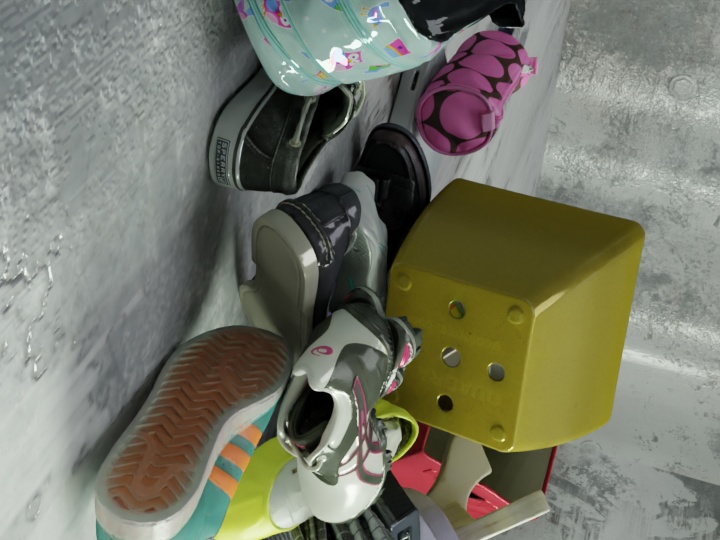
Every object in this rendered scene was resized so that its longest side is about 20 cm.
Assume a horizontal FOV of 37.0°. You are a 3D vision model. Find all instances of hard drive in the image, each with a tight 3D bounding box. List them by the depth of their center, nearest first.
[{"bbox_3d":[0.006,0.242,0.963,0.042,0.135,0.202,-17,133,-23],"label":"hard drive"},{"bbox_3d":[0.070,-0.171,1.181,0.200,0.026,0.134,52,52,-74],"label":"hard drive"}]

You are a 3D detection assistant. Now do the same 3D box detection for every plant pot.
[{"bbox_3d":[0.118,0.049,0.961,0.176,0.197,0.204,-25,126,-56],"label":"plant pot"}]

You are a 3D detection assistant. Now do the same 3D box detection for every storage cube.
[{"bbox_3d":[0.113,0.186,1.260,0.179,0.170,0.202,-32,-148,54],"label":"storage cube"}]

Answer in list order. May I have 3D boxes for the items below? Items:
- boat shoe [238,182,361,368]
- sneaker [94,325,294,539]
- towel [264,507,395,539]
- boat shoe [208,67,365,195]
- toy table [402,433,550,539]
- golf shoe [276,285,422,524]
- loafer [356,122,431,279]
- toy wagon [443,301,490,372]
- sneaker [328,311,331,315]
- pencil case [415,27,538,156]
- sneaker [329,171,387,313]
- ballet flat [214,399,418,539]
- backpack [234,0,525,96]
[{"bbox_3d":[-0.035,0.008,0.710,0.062,0.073,0.201,-37,165,-22],"label":"boat shoe"},{"bbox_3d":[-0.100,0.108,0.644,0.200,0.070,0.081,-53,161,-55],"label":"sneaker"},{"bbox_3d":[-0.027,0.260,0.886,0.084,0.200,0.168,-16,124,-23],"label":"towel"},{"bbox_3d":[-0.031,-0.113,0.709,0.201,0.063,0.071,-64,163,-44],"label":"boat shoe"},{"bbox_3d":[0.086,0.246,0.982,0.200,0.115,0.187,-28,-100,68],"label":"toy table"},{"bbox_3d":[-0.024,0.103,0.706,0.088,0.077,0.202,-33,145,-41],"label":"golf shoe"},{"bbox_3d":[0.023,-0.045,1.016,0.202,0.071,0.063,93,21,-49],"label":"loafer"},{"bbox_3d":[0.069,0.036,1.152,0.154,0.202,0.039,-27,179,-36],"label":"toy wagon"},{"bbox_3d":[-0.037,0.067,0.899,0.200,0.079,0.085,94,0,-71],"label":"sneaker"},{"bbox_3d":[0.125,-0.191,1.136,0.201,0.092,0.092,-57,157,-54],"label":"pencil case"},{"bbox_3d":[0.000,0.000,0.956,0.202,0.069,0.081,89,17,-47],"label":"sneaker"},{"bbox_3d":[-0.029,0.152,0.829,0.199,0.066,0.068,-24,112,-42],"label":"ballet flat"},{"bbox_3d":[0.010,-0.183,0.633,0.168,0.125,0.200,58,30,-15],"label":"backpack"}]
